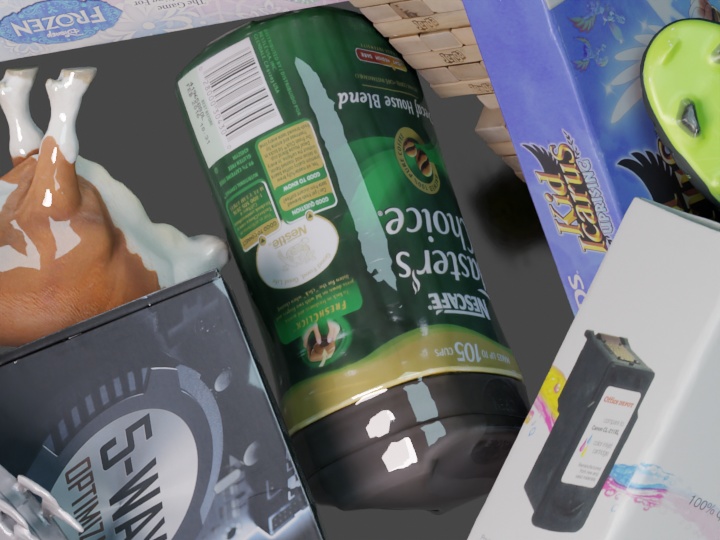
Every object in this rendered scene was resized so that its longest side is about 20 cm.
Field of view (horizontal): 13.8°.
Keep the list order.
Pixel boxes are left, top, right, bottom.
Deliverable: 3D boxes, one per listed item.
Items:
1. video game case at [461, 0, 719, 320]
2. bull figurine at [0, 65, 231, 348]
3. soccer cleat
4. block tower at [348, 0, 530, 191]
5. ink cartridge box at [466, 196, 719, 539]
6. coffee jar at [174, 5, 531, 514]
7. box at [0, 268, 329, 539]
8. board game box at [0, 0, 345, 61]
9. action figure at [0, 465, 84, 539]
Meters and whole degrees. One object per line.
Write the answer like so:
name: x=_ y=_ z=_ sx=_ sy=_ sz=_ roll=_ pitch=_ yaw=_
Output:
video game case: x=0.133 y=-0.075 z=1.212 sx=0.181 sy=0.045 sz=0.201 roll=-37 pitch=114 yaw=-41
bull figurine: x=-0.147 y=-0.015 z=1.158 sx=0.199 sy=0.065 sz=0.122 roll=-9 pitch=100 yaw=-14
soccer cleat: x=0.181 y=-0.029 z=1.184 sx=0.200 sy=0.081 sz=0.068 roll=36 pitch=83 yaw=-18
block tower: x=0.067 y=-0.087 z=1.216 sx=0.200 sy=0.054 sz=0.058 roll=43 pitch=57 yaw=-36
ink cartridge box: x=0.134 y=0.093 z=1.136 sx=0.145 sy=0.083 sz=0.201 roll=26 pitch=90 yaw=-32
coffee jar: x=0.000 y=0.000 z=1.189 sx=0.104 sy=0.085 sz=0.201 roll=9 pitch=59 yaw=-60
box: x=-0.088 y=0.122 z=1.111 sx=0.160 sy=0.044 sz=0.201 roll=-21 pitch=80 yaw=1
board game box: x=-0.085 y=-0.180 z=1.190 sx=0.198 sy=0.043 sz=0.201 roll=-9 pitch=52 yaw=15
action figure: x=-0.183 y=0.048 z=1.064 sx=0.130 sy=0.069 sz=0.200 roll=-38 pitch=89 yaw=-30
